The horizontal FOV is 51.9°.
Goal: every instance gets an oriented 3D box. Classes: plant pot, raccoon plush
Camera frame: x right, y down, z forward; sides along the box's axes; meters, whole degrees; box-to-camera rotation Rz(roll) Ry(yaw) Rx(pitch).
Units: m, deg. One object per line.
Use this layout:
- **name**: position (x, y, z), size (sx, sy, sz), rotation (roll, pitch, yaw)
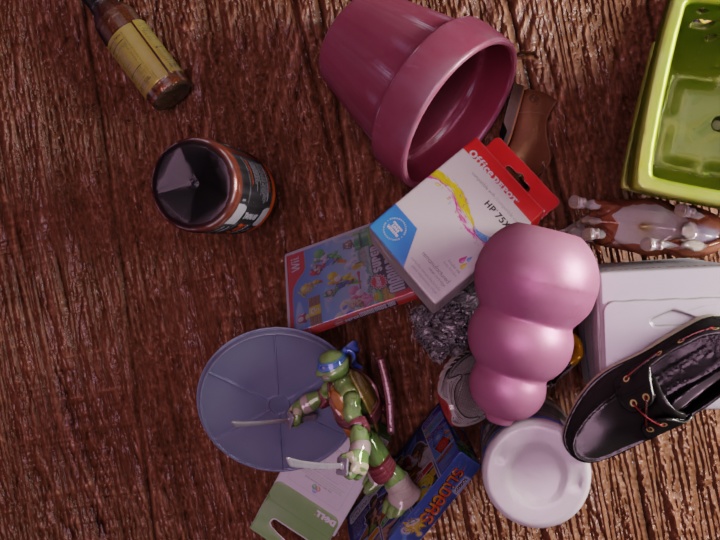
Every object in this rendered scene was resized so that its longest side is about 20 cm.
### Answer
- **plant pot**: position (0.056, -0.228, 0.874), size (0.179, 0.200, 0.200), rotation (42, 98, 22)
- **raccoon plush**: position (0.142, 0.026, 0.865), size (0.097, 0.133, 0.201), rotation (48, 124, 27)
- **plant pot**: position (0.383, -0.158, 0.767), size (0.198, 0.181, 0.201), rotation (12, 94, 10)

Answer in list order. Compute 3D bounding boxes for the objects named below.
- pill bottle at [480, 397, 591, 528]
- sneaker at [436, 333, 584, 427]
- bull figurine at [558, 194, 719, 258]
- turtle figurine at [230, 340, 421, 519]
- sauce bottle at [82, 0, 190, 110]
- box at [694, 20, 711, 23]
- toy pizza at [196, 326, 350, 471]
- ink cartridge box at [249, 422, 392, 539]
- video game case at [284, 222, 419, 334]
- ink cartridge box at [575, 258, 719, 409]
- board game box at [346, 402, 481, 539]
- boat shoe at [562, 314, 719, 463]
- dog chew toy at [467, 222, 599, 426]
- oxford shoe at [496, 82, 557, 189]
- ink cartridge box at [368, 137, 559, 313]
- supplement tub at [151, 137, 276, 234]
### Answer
- **pill bottle**: position (0.195, 0.205, 0.852), size (0.113, 0.200, 0.115), rotation (0, 92, 9)
- **sneaker**: position (0.168, 0.111, 0.828), size (0.199, 0.082, 0.078), rotation (-24, 88, -30)
- **bull figurine**: position (0.303, -0.050, 0.834), size (0.199, 0.121, 0.066), rotation (4, 92, 40)
- **turtle figurine**: position (-0.030, 0.201, 0.834), size (0.143, 0.200, 0.195), rotation (-13, 118, 40)
- **sauce bottle**: position (-0.307, -0.309, 0.988), size (0.066, 0.066, 0.201), rotation (-37, 84, 9)
- **box**: position (0.447, -0.224, 0.869), size (0.198, 0.049, 0.161), rotation (18, 93, 9)
- **toy pizza**: position (-0.100, 0.157, 0.905), size (0.198, 0.032, 0.202), rotation (-1, 111, -3)
- **ink cartridge box**: position (-0.049, 0.272, 0.967), size (0.103, 0.059, 0.201), rotation (30, 97, 8)
- **video game case**: position (0.000, 0.000, 0.921), size (0.198, 0.144, 0.018), rotation (-20, 134, 10)
- **ink cartridge box**: position (0.323, 0.064, 0.824), size (0.144, 0.200, 0.146), rotation (-3, 92, 10)
- **board game box**: position (0.059, 0.274, 0.910), size (0.034, 0.135, 0.201), rotation (35, 99, -13)
- **boat shoe**: position (0.278, 0.118, 0.706), size (0.201, 0.063, 0.074), rotation (-40, 90, 12)
- **dog chew toy**: position (0.164, 0.057, 0.743), size (0.123, 0.125, 0.202), rotation (14, 94, 9)
- **oxford shoe**: position (0.195, -0.124, 0.906), size (0.071, 0.071, 0.202), rotation (15, 93, 5)
- **ink cartridge box**: position (0.121, -0.062, 0.830), size (0.200, 0.067, 0.116), rotation (-40, 78, -5)
- **supplement tub**: position (-0.166, -0.098, 0.902), size (0.106, 0.200, 0.108), rotation (0, 92, 11)
